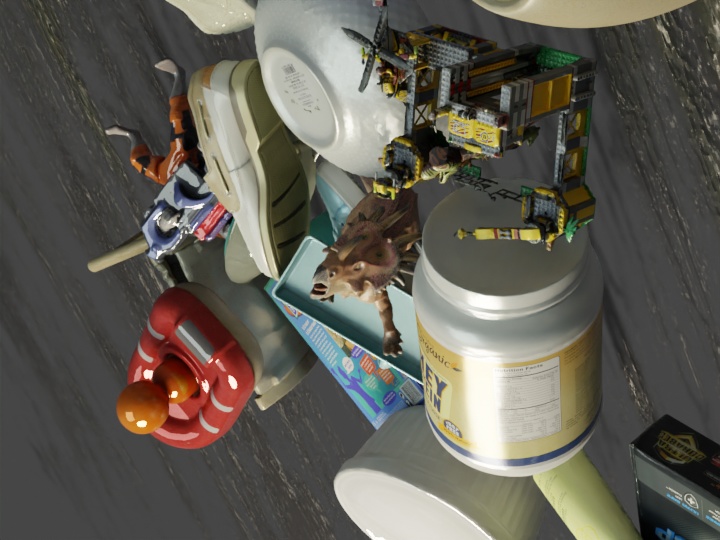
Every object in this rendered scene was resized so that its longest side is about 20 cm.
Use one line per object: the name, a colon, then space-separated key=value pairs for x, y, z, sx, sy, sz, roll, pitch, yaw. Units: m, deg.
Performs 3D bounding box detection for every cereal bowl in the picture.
cereal bowl: x=-0.019 y=-0.156 z=1.287 sx=0.200 sy=0.083 sz=0.201 roll=42 pitch=153 yaw=26

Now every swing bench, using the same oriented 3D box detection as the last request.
swing bench: x=-0.153 y=0.033 z=1.711 sx=0.199 sy=0.130 sz=0.200 roll=-9 pitch=113 yaw=55

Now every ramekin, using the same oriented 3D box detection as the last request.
ramekin: x=0.081 y=0.211 z=1.507 sx=0.201 sy=0.095 sz=0.203 roll=27 pitch=152 yaw=15

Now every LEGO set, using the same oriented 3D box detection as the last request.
LEGO set: x=0.066 y=-0.093 z=1.112 sx=0.199 sy=0.115 sz=0.155 roll=31 pitch=125 yaw=33

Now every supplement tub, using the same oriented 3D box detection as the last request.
supplement tub: x=0.113 y=0.043 z=1.227 sx=0.144 sy=0.144 sz=0.201 roll=35 pitch=149 yaw=35

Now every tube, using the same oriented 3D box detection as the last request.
tube: x=0.203 y=0.217 z=1.319 sx=0.058 sy=0.052 sz=0.200 roll=26 pitch=-162 yaw=-35

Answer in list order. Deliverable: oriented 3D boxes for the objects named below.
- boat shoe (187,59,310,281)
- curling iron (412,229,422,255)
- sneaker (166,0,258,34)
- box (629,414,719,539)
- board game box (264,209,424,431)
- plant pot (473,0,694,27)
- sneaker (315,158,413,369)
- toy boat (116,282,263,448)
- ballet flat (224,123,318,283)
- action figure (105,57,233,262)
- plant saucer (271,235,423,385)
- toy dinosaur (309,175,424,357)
boat shoe: x=-0.096 y=-0.087 z=1.399 sx=0.068 sy=0.075 sz=0.202 roll=3 pitch=115 yaw=29
curling iron: x=0.105 y=0.041 z=1.374 sx=0.201 sy=0.026 sz=0.050 roll=54 pitch=-168 yaw=9
sneaker: x=-0.130 y=-0.271 z=1.274 sx=0.200 sy=0.076 sz=0.112 roll=39 pitch=-140 yaw=-73
box: x=0.299 y=0.219 z=1.233 sx=0.199 sy=0.046 sz=0.160 roll=31 pitch=147 yaw=41
board game box: x=-0.003 y=0.056 z=1.568 sx=0.200 sy=0.045 sz=0.152 roll=51 pitch=155 yaw=7
plant pot: x=0.113 y=-0.218 z=0.913 sx=0.200 sy=0.134 sz=0.201 roll=40 pitch=151 yaw=28
sneaker: x=0.000 y=0.000 z=1.429 sx=0.201 sy=0.082 sz=0.074 roll=60 pitch=176 yaw=-10
toy boat: x=-0.186 y=0.112 z=1.587 sx=0.131 sy=0.130 sz=0.200 roll=46 pitch=147 yaw=10
ballet flat: x=-0.077 y=-0.057 z=1.474 sx=0.064 sy=0.067 sz=0.201 roll=39 pitch=129 yaw=30
action figure: x=-0.144 y=-0.112 z=1.564 sx=0.200 sy=0.104 sz=0.194 roll=-40 pitch=75 yaw=25
plant saucer: x=0.024 y=0.042 z=1.403 sx=0.199 sy=0.019 sz=0.070 roll=30 pitch=115 yaw=-7
toy dinosaur: x=0.015 y=-0.028 z=1.300 sx=0.085 sy=0.201 sz=0.136 roll=15 pitch=138 yaw=-1
